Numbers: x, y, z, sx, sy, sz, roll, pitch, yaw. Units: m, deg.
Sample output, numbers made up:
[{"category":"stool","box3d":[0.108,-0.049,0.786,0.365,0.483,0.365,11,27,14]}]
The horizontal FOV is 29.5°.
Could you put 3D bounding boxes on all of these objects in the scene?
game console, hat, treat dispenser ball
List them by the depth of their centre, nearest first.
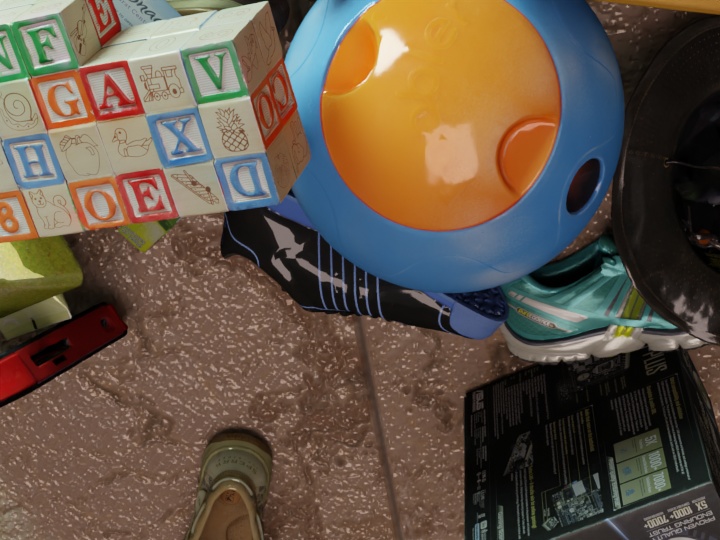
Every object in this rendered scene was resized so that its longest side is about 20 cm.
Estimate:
[{"category":"treat dispenser ball","box3d":[0.051,-0.088,0.786,0.198,0.201,0.203,2,119,3]},{"category":"hat","box3d":[0.229,-0.054,0.847,0.198,0.081,0.203,0,91,-11]},{"category":"game console","box3d":[-0.258,0.082,0.907,0.176,0.200,0.031,-27,93,17]}]

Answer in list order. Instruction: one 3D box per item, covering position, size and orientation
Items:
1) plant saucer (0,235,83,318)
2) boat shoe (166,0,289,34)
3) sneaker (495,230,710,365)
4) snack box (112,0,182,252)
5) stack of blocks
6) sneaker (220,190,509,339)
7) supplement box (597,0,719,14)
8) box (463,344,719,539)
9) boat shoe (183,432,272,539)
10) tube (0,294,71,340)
[{"category":"plant saucer","box3d":[-0.284,-0.048,0.845,0.199,0.048,0.201,-17,106,47]},{"category":"boat shoe","box3d":[-0.136,-0.156,0.840,0.198,0.072,0.073,6,132,26]},{"category":"sneaker","box3d":[0.186,0.010,0.906,0.198,0.078,0.080,-11,109,10]},{"category":"snack box","box3d":[-0.160,-0.117,0.786,0.200,0.053,0.142,42,143,-10]},{"category":"stack of blocks","box3d":[-0.137,-0.085,0.705,0.198,0.059,0.116,-6,117,20]},{"category":"sneaker","box3d":[0.000,0.000,0.913,0.199,0.070,0.078,31,122,0]},{"category":"supplement box","box3d":[0.134,-0.261,0.685,0.131,0.201,0.199,7,119,0]},{"category":"box","box3d":[0.157,0.138,0.903,0.162,0.201,0.087,-24,113,15]},{"category":"boat shoe","box3d":[-0.106,0.220,1.045,0.072,0.063,0.202,5,119,1]},{"category":"tube","box3d":[-0.250,-0.052,0.882,0.051,0.058,0.202,-25,97,-7]}]
